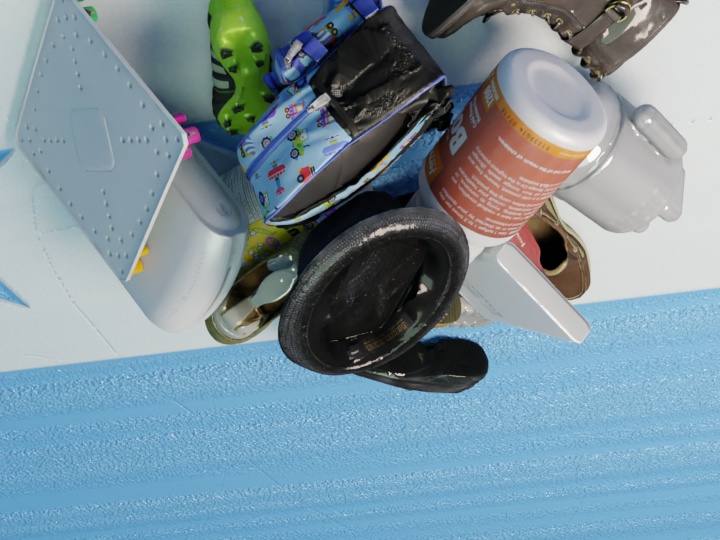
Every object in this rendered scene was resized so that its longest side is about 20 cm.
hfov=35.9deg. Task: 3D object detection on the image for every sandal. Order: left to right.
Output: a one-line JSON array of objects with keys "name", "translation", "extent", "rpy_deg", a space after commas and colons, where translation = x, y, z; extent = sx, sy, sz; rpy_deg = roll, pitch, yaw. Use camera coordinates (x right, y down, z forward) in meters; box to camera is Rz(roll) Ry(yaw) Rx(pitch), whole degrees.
[{"name": "sandal", "translation": [0.075, 0.031, 1.295], "extent": [0.201, 0.050, 0.082], "rpy_deg": [11, 153, -32]}]

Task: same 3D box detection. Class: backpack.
[{"name": "backpack", "translation": [-0.027, -0.132, 0.974], "extent": [0.199, 0.183, 0.135], "rpy_deg": [-39, 89, 6]}]

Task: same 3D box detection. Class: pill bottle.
[{"name": "pill bottle", "translation": [-0.093, -0.066, 1.141], "extent": [0.199, 0.105, 0.104], "rpy_deg": [-25, 132, 25]}, {"name": "pill bottle", "translation": [0.122, -0.095, 1.010], "extent": [0.111, 0.113, 0.200], "rpy_deg": [19, 135, -21]}]

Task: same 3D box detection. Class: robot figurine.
[{"name": "robot figurine", "translation": [0.236, -0.113, 1.090], "extent": [0.199, 0.114, 0.169], "rpy_deg": [30, 145, -29]}]

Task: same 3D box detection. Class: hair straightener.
[{"name": "hair straightener", "translation": [0.168, -0.010, 1.173], "extent": [0.041, 0.077, 0.200], "rpy_deg": [-49, 126, -10]}]

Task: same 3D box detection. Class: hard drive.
[{"name": "hard drive", "translation": [0.144, 0.014, 1.173], "extent": [0.132, 0.200, 0.027], "rpy_deg": [44, 80, -18]}]

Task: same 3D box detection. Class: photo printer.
[{"name": "photo printer", "translation": [-0.197, -0.048, 1.097], "extent": [0.069, 0.200, 0.167], "rpy_deg": [-22, 157, -45]}]

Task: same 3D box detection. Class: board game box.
[{"name": "board game box", "translation": [-0.241, -0.124, 1.037], "extent": [0.026, 0.200, 0.201], "rpy_deg": [-24, 157, -43]}]

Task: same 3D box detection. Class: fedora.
[{"name": "fedora", "translation": [0.000, 0.000, 1.013], "extent": [0.199, 0.092, 0.202], "rpy_deg": [-18, 139, -16]}]

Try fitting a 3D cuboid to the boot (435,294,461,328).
[{"name": "boot", "translation": [-0.012, 0.062, 1.204], "extent": [0.174, 0.067, 0.199], "rpy_deg": [12, 156, -37]}]

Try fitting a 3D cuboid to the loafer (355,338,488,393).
[{"name": "loafer", "translation": [0.056, 0.122, 1.374], "extent": [0.198, 0.073, 0.073], "rpy_deg": [11, 141, -11]}]

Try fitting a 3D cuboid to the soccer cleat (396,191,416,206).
[{"name": "soccer cleat", "translation": [0.008, -0.041, 1.188], "extent": [0.199, 0.068, 0.081], "rpy_deg": [-27, 132, 29]}]

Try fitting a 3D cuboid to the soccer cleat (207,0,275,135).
[{"name": "soccer cleat", "translation": [-0.110, -0.195, 1.035], "extent": [0.067, 0.082, 0.200], "rpy_deg": [-9, 160, -8]}]

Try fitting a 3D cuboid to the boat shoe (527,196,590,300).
[{"name": "boat shoe", "translation": [0.201, -0.020, 1.217], "extent": [0.074, 0.075, 0.203], "rpy_deg": [-21, 134, 21]}]

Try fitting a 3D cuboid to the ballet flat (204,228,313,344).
[{"name": "ballet flat", "translation": [-0.103, 0.027, 1.118], "extent": [0.070, 0.071, 0.199], "rpy_deg": [32, 129, -31]}]

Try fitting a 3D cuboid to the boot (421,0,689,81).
[{"name": "boot", "translation": [0.175, -0.228, 0.998], "extent": [0.199, 0.070, 0.174], "rpy_deg": [-32, 129, 26]}]
